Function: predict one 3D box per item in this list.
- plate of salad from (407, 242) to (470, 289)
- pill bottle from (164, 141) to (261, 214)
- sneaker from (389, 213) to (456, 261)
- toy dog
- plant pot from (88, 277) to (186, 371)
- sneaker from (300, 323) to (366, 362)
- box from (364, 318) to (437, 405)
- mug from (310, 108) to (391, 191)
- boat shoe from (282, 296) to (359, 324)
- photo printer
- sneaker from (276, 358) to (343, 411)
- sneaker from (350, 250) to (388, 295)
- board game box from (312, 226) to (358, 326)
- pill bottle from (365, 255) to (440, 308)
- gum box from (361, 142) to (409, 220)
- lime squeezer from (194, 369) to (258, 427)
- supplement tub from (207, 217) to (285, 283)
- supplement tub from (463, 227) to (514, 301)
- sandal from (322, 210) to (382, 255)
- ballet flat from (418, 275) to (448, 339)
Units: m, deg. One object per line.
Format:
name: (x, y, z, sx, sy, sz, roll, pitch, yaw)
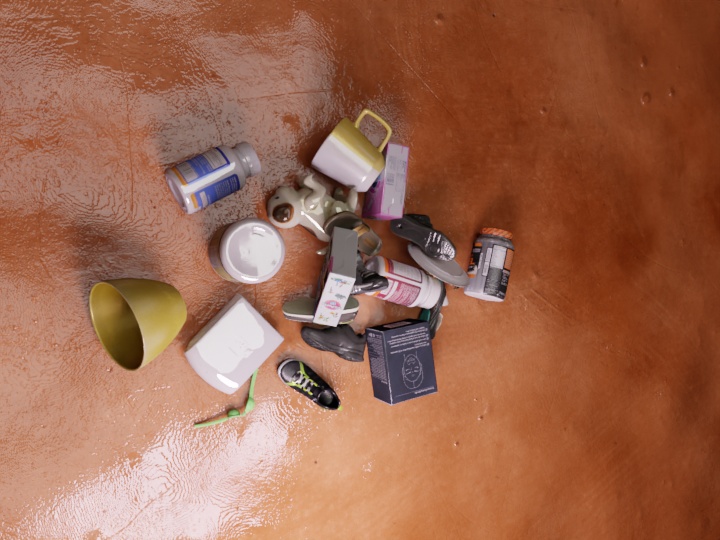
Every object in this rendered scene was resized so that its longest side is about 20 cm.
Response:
plate of salad: (0.211, -0.011, 1.533, 0.200, 0.200, 0.048, 21, 116, -24)
pill bottle: (-0.337, -0.222, 1.292, 0.200, 0.112, 0.112, -32, 103, -23)
sneaker: (0.188, -0.099, 1.523, 0.114, 0.199, 0.076, -27, 141, -54)
toy dog: (-0.136, -0.148, 1.392, 0.200, 0.140, 0.194, 8, 105, -24)
plant pot: (-0.467, 0.098, 1.207, 0.142, 0.200, 0.200, -26, 102, -49)
sneaker: (-0.068, 0.174, 1.455, 0.200, 0.076, 0.091, 26, 73, -33)
box: (0.111, 0.243, 1.514, 0.148, 0.107, 0.200, -9, 93, -26)
mug: (-0.013, -0.288, 1.389, 0.153, 0.187, 0.149, 37, 45, -4)
boat shoe: (-0.102, 0.111, 1.431, 0.201, 0.072, 0.061, -2, 130, -17)
photo printer: (-0.307, 0.182, 1.333, 0.200, 0.069, 0.166, -47, 109, -18)
sneaker: (-0.120, 0.292, 1.416, 0.200, 0.083, 0.072, 39, 74, -21)
sneaker: (0.000, 0.000, 1.413, 0.075, 0.200, 0.116, 0, 83, -31)
board game box: (-0.060, 0.018, 1.340, 0.064, 0.200, 0.148, 11, 49, -8)
pill bottle: (0.111, 0.037, 1.511, 0.200, 0.110, 0.110, 18, 83, -25)
gum box: (0.066, -0.239, 1.484, 0.066, 0.113, 0.200, 8, 88, -26)
lime squeezer: (-0.304, 0.330, 1.353, 0.200, 0.038, 0.071, -44, 108, -18)
supplement tub: (-0.268, -0.044, 1.277, 0.144, 0.200, 0.145, 0, 90, -25)
supplement tub: (0.381, -0.017, 1.634, 0.122, 0.123, 0.200, 16, 83, -25)
sandal: (-0.008, -0.085, 1.377, 0.200, 0.054, 0.080, 31, 103, -42)
ballet flat: (0.209, 0.107, 1.589, 0.068, 0.068, 0.200, 15, 94, -36)
